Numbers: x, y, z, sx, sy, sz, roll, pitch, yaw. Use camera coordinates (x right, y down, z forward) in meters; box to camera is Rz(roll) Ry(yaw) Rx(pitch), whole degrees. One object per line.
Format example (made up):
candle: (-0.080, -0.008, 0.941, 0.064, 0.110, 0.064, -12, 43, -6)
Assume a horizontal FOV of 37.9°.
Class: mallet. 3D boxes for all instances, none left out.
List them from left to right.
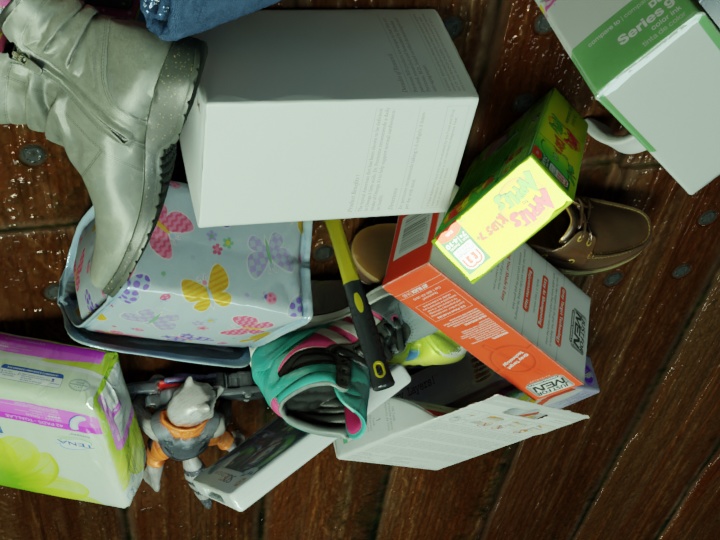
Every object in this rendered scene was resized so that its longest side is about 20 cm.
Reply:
mallet: (0.000, 0.000, 0.889, 0.066, 0.201, 0.041, -23, 167, -7)

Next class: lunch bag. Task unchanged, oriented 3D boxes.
lunch bag: (-0.151, 0.011, 0.881, 0.169, 0.128, 0.200, 10, 161, -28)

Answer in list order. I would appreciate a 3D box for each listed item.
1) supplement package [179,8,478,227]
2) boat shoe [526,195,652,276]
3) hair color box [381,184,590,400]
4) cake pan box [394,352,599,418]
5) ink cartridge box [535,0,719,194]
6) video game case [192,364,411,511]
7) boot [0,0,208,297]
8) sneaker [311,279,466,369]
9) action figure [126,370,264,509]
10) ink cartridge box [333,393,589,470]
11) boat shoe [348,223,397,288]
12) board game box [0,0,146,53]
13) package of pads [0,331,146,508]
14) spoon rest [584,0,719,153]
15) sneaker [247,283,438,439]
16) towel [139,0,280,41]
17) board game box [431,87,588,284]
supplement package: (-0.031, -0.117, 0.791, 0.199, 0.118, 0.117, -4, 138, -16)
boat shoe: (0.191, -0.037, 0.987, 0.199, 0.072, 0.068, 0, 165, -17)
hair color box: (0.116, 0.020, 0.922, 0.200, 0.102, 0.061, 37, 137, -26)
cake pan box: (0.131, 0.138, 1.153, 0.200, 0.053, 0.184, -30, 149, 34)
ink cartridge box: (0.194, -0.174, 0.744, 0.087, 0.201, 0.145, -40, 135, 21)
video game case: (-0.062, 0.156, 1.018, 0.200, 0.023, 0.182, -35, -174, -20)
boot: (-0.187, -0.087, 0.693, 0.130, 0.068, 0.201, 18, 117, -8)
sneaker: (0.006, 0.066, 1.051, 0.199, 0.076, 0.105, 13, 160, -5)
action figure: (-0.153, 0.164, 1.089, 0.199, 0.105, 0.194, -8, 150, -6)
ink cartridge box: (0.096, 0.144, 1.029, 0.200, 0.050, 0.160, -30, 149, 35)
boat shoe: (0.073, 0.006, 1.008, 0.199, 0.071, 0.070, 13, 158, -21)
board game box: (-0.231, -0.173, 0.697, 0.199, 0.065, 0.148, 0, 138, -21)
package of pads: (-0.290, 0.144, 1.001, 0.153, 0.068, 0.201, 9, 140, 7)
spoon rest: (0.277, -0.170, 0.888, 0.099, 0.061, 0.200, 16, 131, -34)
sneaker: (0.003, 0.083, 0.918, 0.199, 0.121, 0.084, -19, 134, 1)
towel: (-0.052, -0.218, 0.657, 0.200, 0.049, 0.112, -33, 155, -37)
board game box: (0.126, -0.074, 0.844, 0.048, 0.200, 0.102, 45, 117, -6)
